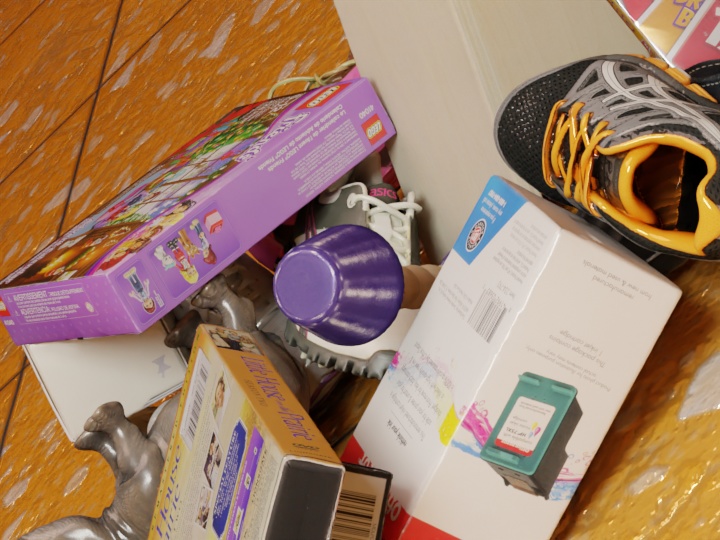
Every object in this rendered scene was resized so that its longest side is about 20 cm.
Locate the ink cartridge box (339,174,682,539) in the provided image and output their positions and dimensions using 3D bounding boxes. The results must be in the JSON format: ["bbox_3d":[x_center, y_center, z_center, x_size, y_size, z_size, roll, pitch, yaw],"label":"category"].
[{"bbox_3d":[0.053,0.069,1.147,0.201,0.067,0.116,-62,17,7],"label":"ink cartridge box"}]

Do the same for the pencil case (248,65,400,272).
[{"bbox_3d":[0.012,-0.075,1.514,0.200,0.091,0.094,-48,51,-6],"label":"pencil case"}]

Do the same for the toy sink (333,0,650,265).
[{"bbox_3d":[0.078,-0.113,1.376,0.111,0.201,0.130,-24,8,-24],"label":"toy sink"}]

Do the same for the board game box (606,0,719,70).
[{"bbox_3d":[0.209,-0.180,1.243,0.200,0.096,0.030,-39,-11,0],"label":"board game box"}]

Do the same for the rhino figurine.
[{"bbox_3d":[-0.106,0.105,1.331,0.200,0.087,0.060,-50,-2,-6],"label":"rhino figurine"}]

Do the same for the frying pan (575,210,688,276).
[{"bbox_3d":[0.138,-0.044,1.265,0.115,0.031,0.190,-42,19,11],"label":"frying pan"}]

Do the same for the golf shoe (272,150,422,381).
[{"bbox_3d":[0.000,0.000,1.367,0.200,0.077,0.089,-124,50,-64],"label":"golf shoe"}]

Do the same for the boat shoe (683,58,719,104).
[{"bbox_3d":[0.207,-0.097,1.138,0.074,0.063,0.200,-21,8,-29],"label":"boat shoe"}]

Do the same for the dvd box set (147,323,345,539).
[{"bbox_3d":[-0.057,0.119,1.114,0.200,0.029,0.147,-135,58,-71],"label":"dvd box set"}]

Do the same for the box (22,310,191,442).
[{"bbox_3d":[-0.143,0.048,1.517,0.082,0.069,0.200,-28,2,-3],"label":"box"}]

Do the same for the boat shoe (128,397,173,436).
[{"bbox_3d":[-0.087,0.102,1.425,0.071,0.070,0.200,-53,19,-14],"label":"boat shoe"}]

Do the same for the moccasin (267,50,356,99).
[{"bbox_3d":[-0.018,-0.091,1.630,0.073,0.078,0.202,-27,29,47],"label":"moccasin"}]

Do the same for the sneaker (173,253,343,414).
[{"bbox_3d":[-0.069,0.033,1.475,0.075,0.100,0.200,-49,20,-6],"label":"sneaker"}]

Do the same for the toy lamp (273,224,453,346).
[{"bbox_3d":[0.019,0.006,1.232,0.058,0.058,0.200,-41,-16,19],"label":"toy lamp"}]

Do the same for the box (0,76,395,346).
[{"bbox_3d":[-0.092,-0.032,1.392,0.200,0.039,0.136,-39,18,-32],"label":"box"}]

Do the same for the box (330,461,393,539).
[{"bbox_3d":[-0.039,0.152,1.153,0.200,0.036,0.144,178,103,-73],"label":"box"}]

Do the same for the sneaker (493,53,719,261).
[{"bbox_3d":[0.123,-0.050,1.142,0.199,0.077,0.079,18,111,49],"label":"sneaker"}]
